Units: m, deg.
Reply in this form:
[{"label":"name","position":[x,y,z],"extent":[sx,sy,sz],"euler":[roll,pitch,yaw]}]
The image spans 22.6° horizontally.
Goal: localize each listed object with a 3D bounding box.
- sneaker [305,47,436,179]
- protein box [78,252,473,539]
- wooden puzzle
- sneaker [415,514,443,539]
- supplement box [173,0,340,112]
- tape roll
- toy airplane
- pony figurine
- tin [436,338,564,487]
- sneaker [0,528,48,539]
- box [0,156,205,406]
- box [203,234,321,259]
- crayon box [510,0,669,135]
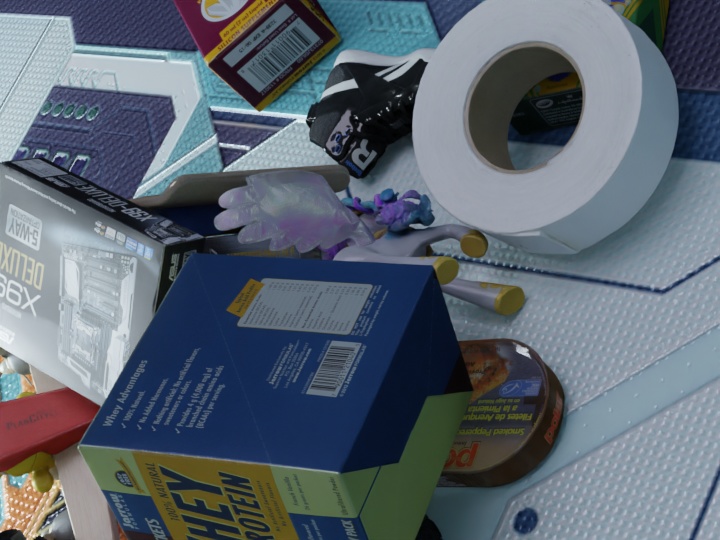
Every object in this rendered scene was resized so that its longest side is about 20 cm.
[{"label":"sneaker","position":[0.032,-0.128,1.558],"extent":[0.200,0.073,0.112],"euler":[9,69,52]},{"label":"protein box","position":[-0.054,0.105,1.283],"extent":[0.200,0.135,0.199],"euler":[3,45,25]},{"label":"wooden puzzle","position":[-0.134,-0.048,1.545],"extent":[0.200,0.185,0.046],"euler":[-12,85,52]},{"label":"sneaker","position":[0.023,0.224,1.300],"extent":[0.078,0.075,0.200],"euler":[-43,41,10]},{"label":"supplement box","position":[-0.113,-0.263,1.758],"extent":[0.110,0.086,0.200],"euler":[-40,43,10]},{"label":"tape roll","position":[0.141,-0.116,1.395],"extent":[0.202,0.071,0.203],"euler":[-9,73,31]},{"label":"toy airplane","position":[-0.259,0.137,1.563],"extent":[0.199,0.141,0.200],"euler":[24,67,11]},{"label":"pony figurine","position":[0.000,0.000,1.429],"extent":[0.193,0.167,0.200],"euler":[-18,26,-34]},{"label":"tin","position":[0.064,0.111,1.374],"extent":[0.200,0.042,0.112],"euler":[-4,54,38]},{"label":"sneaker","position":[-0.227,0.290,1.467],"extent":[0.200,0.089,0.074],"euler":[27,42,34]},{"label":"box","position":[-0.223,0.014,1.468],"extent":[0.200,0.050,0.158],"euler":[26,114,33]},{"label":"box","position":[-0.157,-0.002,1.553],"extent":[0.200,0.158,0.048],"euler":[-5,92,37]},{"label":"crayon box","position":[0.190,-0.217,1.500],"extent":[0.126,0.052,0.200],"euler":[-9,55,35]}]
